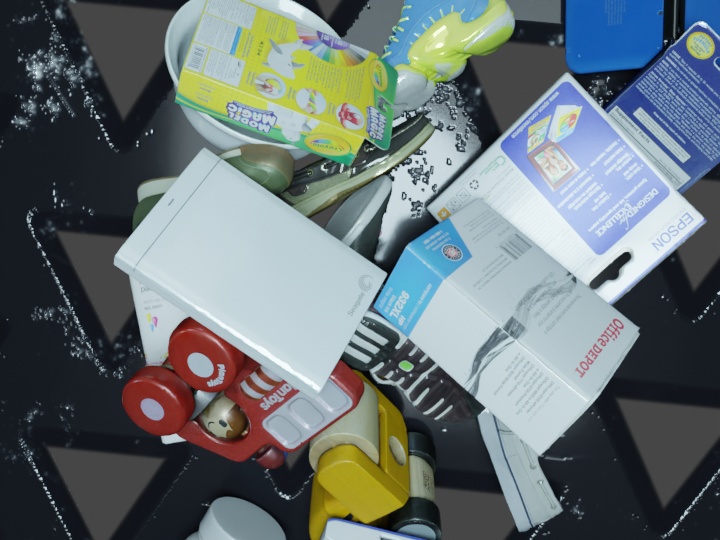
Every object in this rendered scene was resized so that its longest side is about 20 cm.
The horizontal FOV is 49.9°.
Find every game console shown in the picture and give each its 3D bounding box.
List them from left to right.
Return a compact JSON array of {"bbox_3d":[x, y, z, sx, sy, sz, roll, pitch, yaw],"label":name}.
[{"bbox_3d":[0.316,-0.312,0.820,0.168,0.118,0.204,3,97,33],"label":"game console"}]

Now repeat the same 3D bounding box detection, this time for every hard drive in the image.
[{"bbox_3d":[-0.088,-0.001,0.663,0.199,0.027,0.133,34,59,-4],"label":"hard drive"},{"bbox_3d":[0.009,0.333,0.834,0.130,0.026,0.202,14,137,-3],"label":"hard drive"}]

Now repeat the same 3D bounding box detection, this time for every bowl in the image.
[{"bbox_3d":[-0.105,-0.182,0.792,0.198,0.091,0.204,11,59,-18],"label":"bowl"}]

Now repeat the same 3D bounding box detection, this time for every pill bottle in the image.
[{"bbox_3d":[-0.168,0.367,0.863,0.113,0.114,0.202,28,97,-2],"label":"pill bottle"}]

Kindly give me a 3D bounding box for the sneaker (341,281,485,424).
[{"bbox_3d":[0.050,0.067,0.782,0.076,0.116,0.199,-42,121,19],"label":"sneaker"}]

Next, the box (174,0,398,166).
[{"bbox_3d":[-0.062,-0.177,0.725,0.197,0.049,0.119,18,55,-12],"label":"box"}]

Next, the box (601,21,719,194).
[{"bbox_3d":[0.307,-0.141,0.789,0.121,0.032,0.200,42,126,-2],"label":"box"}]

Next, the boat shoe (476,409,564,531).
[{"bbox_3d":[0.180,0.185,0.852,0.085,0.075,0.205,-21,98,4],"label":"boat shoe"}]

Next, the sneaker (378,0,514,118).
[{"bbox_3d":[0.059,-0.242,0.820,0.198,0.076,0.106,-30,76,5],"label":"sneaker"}]

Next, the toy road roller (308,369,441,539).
[{"bbox_3d":[-0.010,0.221,0.822,0.145,0.124,0.201,-29,120,20],"label":"toy road roller"}]

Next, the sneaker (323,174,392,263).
[{"bbox_3d":[0.000,0.000,0.847,0.099,0.070,0.202,33,82,-24],"label":"sneaker"}]

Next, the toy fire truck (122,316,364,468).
[{"bbox_3d":[-0.112,0.112,0.730,0.168,0.112,0.200,44,122,-8],"label":"toy fire truck"}]

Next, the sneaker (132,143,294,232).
[{"bbox_3d":[-0.148,-0.052,0.750,0.198,0.067,0.091,-11,60,32],"label":"sneaker"}]

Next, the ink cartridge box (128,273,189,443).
[{"bbox_3d":[-0.156,0.072,0.844,0.142,0.084,0.204,-9,96,4],"label":"ink cartridge box"}]

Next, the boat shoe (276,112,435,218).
[{"bbox_3d":[-0.016,-0.117,0.826,0.199,0.072,0.067,-31,100,9],"label":"boat shoe"}]

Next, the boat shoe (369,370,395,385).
[{"bbox_3d":[0.100,0.076,0.844,0.197,0.070,0.072,-18,95,4],"label":"boat shoe"}]

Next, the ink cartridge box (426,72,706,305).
[{"bbox_3d":[0.203,-0.057,0.789,0.197,0.047,0.201,-43,83,13],"label":"ink cartridge box"}]

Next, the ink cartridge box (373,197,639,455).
[{"bbox_3d":[0.135,0.044,0.709,0.199,0.145,0.084,41,129,15],"label":"ink cartridge box"}]
